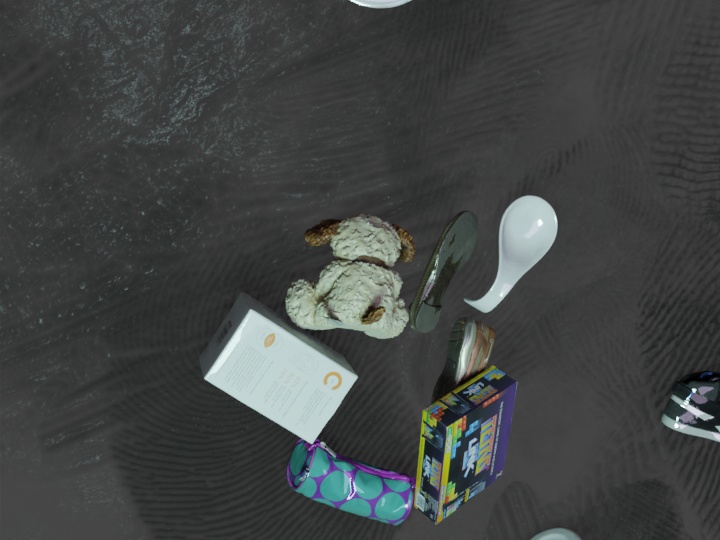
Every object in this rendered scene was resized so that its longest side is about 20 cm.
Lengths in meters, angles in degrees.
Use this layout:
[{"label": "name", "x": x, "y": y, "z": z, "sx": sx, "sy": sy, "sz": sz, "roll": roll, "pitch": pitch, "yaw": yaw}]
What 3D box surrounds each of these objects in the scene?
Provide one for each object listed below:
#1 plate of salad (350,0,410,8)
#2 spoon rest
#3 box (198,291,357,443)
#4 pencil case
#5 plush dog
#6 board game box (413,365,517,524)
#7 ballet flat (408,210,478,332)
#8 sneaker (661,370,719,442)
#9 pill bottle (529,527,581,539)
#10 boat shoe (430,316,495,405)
[{"label": "plate of salad", "x": 0.026, "y": -0.470, "z": 1.450, "sx": 0.196, "sy": 0.048, "sz": 0.204, "roll": -1, "pitch": 99, "yaw": -6}, {"label": "spoon rest", "x": 0.236, "y": -0.022, "z": 1.619, "sx": 0.098, "sy": 0.061, "sz": 0.202, "roll": 28, "pitch": 97, "yaw": -20}, {"label": "box", "x": -0.124, "y": 0.144, "z": 1.550, "sx": 0.199, "sy": 0.097, "sz": 0.125, "roll": 34, "pitch": 94, "yaw": -20}, {"label": "pencil case", "x": -0.014, "y": 0.332, "z": 1.636, "sx": 0.198, "sy": 0.085, "sz": 0.093, "roll": 23, "pitch": 113, "yaw": -20}, {"label": "plush dog", "x": 0.000, "y": 0.000, "z": 1.532, "sx": 0.197, "sy": 0.160, "sz": 0.175, "roll": 8, "pitch": 77, "yaw": -18}, {"label": "board game box", "x": 0.163, "y": 0.272, "z": 1.617, "sx": 0.164, "sy": 0.056, "sz": 0.203, "roll": -25, "pitch": 132, "yaw": -35}, {"label": "ballet flat", "x": 0.123, "y": -0.001, "z": 1.607, "sx": 0.067, "sy": 0.046, "sz": 0.203, "roll": 19, "pitch": 96, "yaw": -33}, {"label": "sneaker", "x": 0.624, "y": 0.235, "z": 1.783, "sx": 0.197, "sy": 0.073, "sz": 0.114, "roll": 13, "pitch": 103, "yaw": -16}, {"label": "pill bottle", "x": 0.355, "y": 0.553, "z": 1.778, "sx": 0.112, "sy": 0.113, "sz": 0.202, "roll": -26, "pitch": 109, "yaw": -7}, {"label": "boat shoe", "x": 0.167, "y": 0.177, "z": 1.649, "sx": 0.071, "sy": 0.076, "sz": 0.203, "roll": 12, "pitch": 103, "yaw": -19}]
